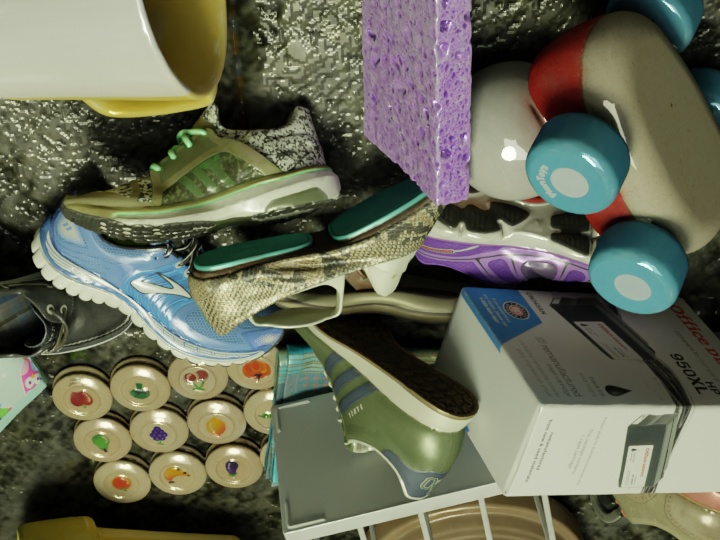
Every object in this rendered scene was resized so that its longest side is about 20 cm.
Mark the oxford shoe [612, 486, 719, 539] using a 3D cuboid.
[{"bbox_3d":[0.205,0.158,1.175,0.070,0.200,0.075,-8,118,-43],"label":"oxford shoe"}]

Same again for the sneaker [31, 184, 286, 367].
[{"bbox_3d":[-0.140,0.001,1.122,0.200,0.079,0.089,27,125,-18],"label":"sneaker"}]

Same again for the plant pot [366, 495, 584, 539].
[{"bbox_3d":[0.099,0.280,1.303,0.200,0.093,0.201,-1,134,-1],"label":"plant pot"}]

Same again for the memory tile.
[{"bbox_3d":[-0.144,0.128,1.254,0.199,0.017,0.154,-10,126,8],"label":"memory tile"}]

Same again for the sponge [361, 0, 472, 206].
[{"bbox_3d":[0.035,-0.151,0.986,0.030,0.112,0.200,-17,129,-20],"label":"sponge"}]

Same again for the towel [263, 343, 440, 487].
[{"bbox_3d":[0.025,0.121,1.232,0.199,0.022,0.147,2,125,-7],"label":"towel"}]

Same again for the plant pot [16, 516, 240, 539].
[{"bbox_3d":[-0.189,0.305,1.287,0.188,0.201,0.201,-5,128,-15],"label":"plant pot"}]

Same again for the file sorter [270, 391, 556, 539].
[{"bbox_3d":[0.046,0.171,1.175,0.199,0.139,0.125,-14,128,2],"label":"file sorter"}]

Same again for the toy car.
[{"bbox_3d":[0.134,-0.084,1.029,0.200,0.185,0.177,-4,134,41],"label":"toy car"}]

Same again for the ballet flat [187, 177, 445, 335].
[{"bbox_3d":[-0.020,-0.005,1.064,0.200,0.068,0.075,-21,110,-1],"label":"ballet flat"}]

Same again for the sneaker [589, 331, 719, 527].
[{"bbox_3d":[0.261,0.127,1.228,0.079,0.075,0.200,6,129,-31],"label":"sneaker"}]

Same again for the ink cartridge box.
[{"bbox_3d":[0.175,0.087,1.097,0.200,0.145,0.084,3,122,-25],"label":"ink cartridge box"}]

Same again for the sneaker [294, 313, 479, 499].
[{"bbox_3d":[0.001,0.092,1.114,0.067,0.200,0.090,-3,118,-40],"label":"sneaker"}]

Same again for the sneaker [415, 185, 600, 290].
[{"bbox_3d":[0.135,-0.022,1.118,0.199,0.081,0.084,11,143,1],"label":"sneaker"}]

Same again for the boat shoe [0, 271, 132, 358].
[{"bbox_3d":[-0.248,0.036,1.108,0.200,0.066,0.070,4,108,-36],"label":"boat shoe"}]

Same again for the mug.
[{"bbox_3d":[-0.177,-0.158,0.968,0.153,0.150,0.187,-7,120,16],"label":"mug"}]

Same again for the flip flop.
[{"bbox_3d":[0.000,0.000,1.125,0.199,0.081,0.058,8,108,-6],"label":"flip flop"}]

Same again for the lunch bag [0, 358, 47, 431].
[{"bbox_3d":[-0.363,0.074,1.155,0.200,0.122,0.171,-28,117,6],"label":"lunch bag"}]

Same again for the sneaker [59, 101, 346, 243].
[{"bbox_3d":[-0.113,-0.071,1.060,0.199,0.089,0.077,-9,173,-16],"label":"sneaker"}]
